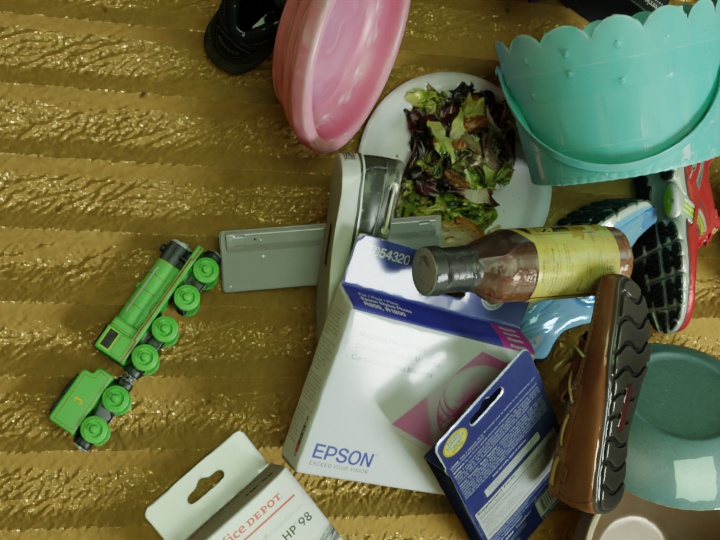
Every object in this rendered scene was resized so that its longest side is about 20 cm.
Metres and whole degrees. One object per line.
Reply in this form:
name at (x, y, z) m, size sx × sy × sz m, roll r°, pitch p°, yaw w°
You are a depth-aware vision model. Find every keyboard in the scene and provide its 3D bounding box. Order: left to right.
keyboard at (-0.025, -0.015, 0.974) m, size 0.198 × 0.011 × 0.057 m, roll -5°, pitch 114°, yaw -8°

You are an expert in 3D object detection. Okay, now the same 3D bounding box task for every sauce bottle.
sauce bottle at (0.138, -0.005, 0.931) m, size 0.198 × 0.066 × 0.067 m, roll -2°, pitch 84°, yaw -30°

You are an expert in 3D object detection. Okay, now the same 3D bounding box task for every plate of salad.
plate of salad at (0.094, -0.090, 1.027) m, size 0.198 × 0.048 × 0.202 m, roll 2°, pitch 82°, yaw -16°

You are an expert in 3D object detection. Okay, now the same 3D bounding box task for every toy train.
toy train at (-0.189, 0.058, 0.925) m, size 0.056 × 0.042 × 0.201 m, roll 33°, pitch 75°, yaw 0°

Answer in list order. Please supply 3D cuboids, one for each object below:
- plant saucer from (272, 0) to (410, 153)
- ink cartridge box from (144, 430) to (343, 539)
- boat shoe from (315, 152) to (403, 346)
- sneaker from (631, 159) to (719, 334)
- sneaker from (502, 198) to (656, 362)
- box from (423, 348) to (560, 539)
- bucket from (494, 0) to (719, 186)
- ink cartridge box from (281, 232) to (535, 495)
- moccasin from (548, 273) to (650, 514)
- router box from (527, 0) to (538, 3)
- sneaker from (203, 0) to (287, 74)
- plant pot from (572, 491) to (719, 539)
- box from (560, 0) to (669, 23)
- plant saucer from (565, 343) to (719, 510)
plant saucer at (-0.018, -0.203, 0.943) m, size 0.050 × 0.201 × 0.202 m, roll 22°, pitch 75°, yaw 16°
ink cartridge box at (-0.076, 0.246, 0.920) m, size 0.116 × 0.067 × 0.200 m, roll -40°, pitch 96°, yaw -17°
boat shoe at (0.000, 0.000, 0.941) m, size 0.063 × 0.071 × 0.202 m, roll 4°, pitch 111°, yaw -11°
sneaker at (0.322, -0.037, 1.079) m, size 0.084 × 0.077 × 0.202 m, roll 7°, pitch 82°, yaw -24°
sneaker at (0.208, 0.008, 1.045) m, size 0.200 × 0.078 × 0.090 m, roll -41°, pitch 106°, yaw -9°
box at (0.123, 0.162, 0.955) m, size 0.121 × 0.032 × 0.201 m, roll -44°, pitch 135°, yaw -18°
bucket at (0.229, -0.159, 0.985) m, size 0.206 × 0.207 × 0.136 m, roll -15°, pitch 100°, yaw -18°
ink cartridge box at (0.052, 0.089, 0.937) m, size 0.195 × 0.043 × 0.202 m, roll 14°, pitch 101°, yaw -30°
moccasin at (0.199, 0.102, 0.939) m, size 0.073 × 0.077 × 0.203 m, roll -6°, pitch 105°, yaw -46°
router box at (0.193, -0.363, 1.009) m, size 0.148 × 0.051 × 0.202 m, roll -21°, pitch 92°, yaw -18°
sneaker at (-0.057, -0.268, 0.969) m, size 0.076 × 0.114 × 0.200 m, roll 41°, pitch 71°, yaw -10°
plant pot at (0.270, 0.272, 1.012) m, size 0.199 × 0.093 × 0.203 m, roll 2°, pitch 83°, yaw -18°
box at (0.227, -0.344, 1.085) m, size 0.199 × 0.079 × 0.142 m, roll 32°, pitch 73°, yaw -12°
plant saucer at (0.288, 0.125, 0.997) m, size 0.199 × 0.039 × 0.202 m, roll 1°, pitch 41°, yaw -1°
